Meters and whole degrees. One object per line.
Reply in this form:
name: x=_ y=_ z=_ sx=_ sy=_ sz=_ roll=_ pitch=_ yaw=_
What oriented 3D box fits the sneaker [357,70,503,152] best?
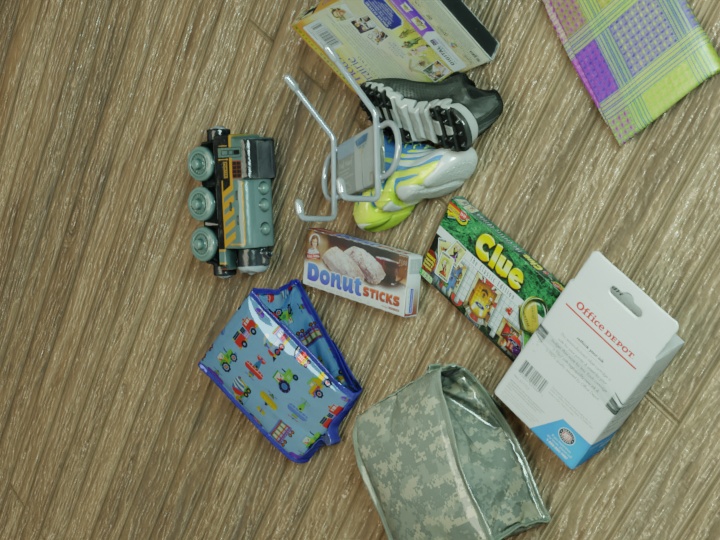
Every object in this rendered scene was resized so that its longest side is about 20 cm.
sneaker: x=0.081 y=-0.182 z=1.496 sx=0.200 sy=0.090 sz=0.067 roll=22 pitch=137 yaw=49

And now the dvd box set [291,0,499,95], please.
dvd box set: x=0.036 y=-0.260 z=1.508 sx=0.200 sy=0.146 sz=0.029 roll=-17 pitch=37 yaw=48

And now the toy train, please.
toy train: x=-0.163 y=-0.089 z=1.779 sx=0.114 sy=0.085 sz=0.201 roll=0 pitch=94 yaw=38

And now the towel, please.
towel: x=0.261 y=-0.242 z=1.333 sx=0.144 sy=0.023 sz=0.201 roll=-40 pitch=65 yaw=41

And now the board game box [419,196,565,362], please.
board game box: x=0.147 y=0.016 z=1.481 sx=0.200 sy=0.023 sz=0.105 roll=44 pitch=122 yaw=36

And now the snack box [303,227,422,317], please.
snack box: x=0.000 y=0.000 z=1.634 sx=0.200 sy=0.024 sz=0.072 roll=17 pitch=106 yaw=50

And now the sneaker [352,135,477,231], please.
sneaker: x=0.048 y=-0.123 z=1.540 sx=0.200 sy=0.076 sz=0.105 roll=-31 pitch=70 yaw=46

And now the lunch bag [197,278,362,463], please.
lunch bag: x=-0.089 y=0.138 z=1.717 sx=0.200 sy=0.094 sz=0.151 roll=52 pitch=126 yaw=20

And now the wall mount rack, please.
wall mount rack: x=-0.029 y=-0.151 z=1.541 sx=0.200 sy=0.074 sz=0.175 roll=-20 pitch=71 yaw=62

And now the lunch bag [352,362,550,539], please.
lunch bag: x=0.089 y=0.213 z=1.492 sx=0.164 sy=0.117 sz=0.201 roll=-35 pitch=72 yaw=45

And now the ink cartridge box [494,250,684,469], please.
ink cartridge box: x=0.234 y=0.082 z=1.342 sx=0.116 sy=0.068 sz=0.200 roll=45 pitch=125 yaw=21
